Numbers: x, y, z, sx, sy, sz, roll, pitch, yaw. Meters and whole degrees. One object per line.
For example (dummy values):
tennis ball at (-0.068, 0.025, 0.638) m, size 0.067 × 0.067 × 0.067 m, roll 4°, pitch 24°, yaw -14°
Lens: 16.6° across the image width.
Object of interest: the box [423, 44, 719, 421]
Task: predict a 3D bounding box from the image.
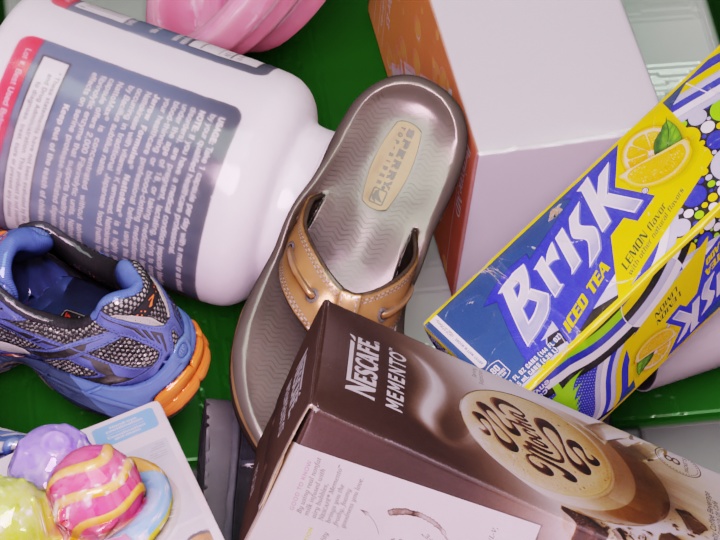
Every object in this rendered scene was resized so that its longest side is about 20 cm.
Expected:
box at (0.128, -0.009, 1.124) m, size 0.200 × 0.064 × 0.070 m, roll -42°, pitch 52°, yaw -6°

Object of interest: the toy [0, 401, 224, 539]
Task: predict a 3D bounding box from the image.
toy at (-0.119, 0.100, 0.980) m, size 0.114 × 0.047 × 0.200 m, roll -21°, pitch 29°, yaw -8°

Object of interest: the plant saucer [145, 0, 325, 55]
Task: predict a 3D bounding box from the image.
plant saucer at (-0.041, -0.192, 1.276) m, size 0.051 × 0.200 × 0.202 m, roll 25°, pitch 50°, yaw -24°

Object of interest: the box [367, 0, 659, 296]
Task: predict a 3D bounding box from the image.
box at (0.074, -0.105, 1.250) m, size 0.097 × 0.125 × 0.201 m, roll -8°, pitch 55°, yaw -10°

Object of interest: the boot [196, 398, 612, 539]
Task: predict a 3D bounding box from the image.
boot at (0.024, 0.135, 1.119) m, size 0.198 × 0.066 × 0.166 m, roll 6°, pitch 56°, yaw -7°

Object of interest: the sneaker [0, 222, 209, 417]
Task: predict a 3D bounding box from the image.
sneaker at (-0.166, 0.007, 1.157) m, size 0.199 × 0.079 × 0.076 m, roll 10°, pitch 53°, yaw 19°

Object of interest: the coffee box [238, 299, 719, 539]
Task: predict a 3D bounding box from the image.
coffee box at (0.056, 0.103, 1.027) m, size 0.199 × 0.080 × 0.113 m, roll 24°, pitch 21°, yaw -7°

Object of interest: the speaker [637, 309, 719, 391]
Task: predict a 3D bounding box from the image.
speaker at (0.214, -0.006, 1.219) m, size 0.199 × 0.081 × 0.081 m, roll -18°, pitch 58°, yaw -16°

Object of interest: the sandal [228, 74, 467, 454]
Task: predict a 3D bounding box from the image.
sandal at (0.000, 0.000, 1.109) m, size 0.081 × 0.055 × 0.201 m, roll 25°, pitch 76°, yaw -4°

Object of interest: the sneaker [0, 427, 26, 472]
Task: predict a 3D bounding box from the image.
sneaker at (-0.172, 0.094, 1.117) m, size 0.199 × 0.077 × 0.076 m, roll 19°, pitch 57°, yaw 10°

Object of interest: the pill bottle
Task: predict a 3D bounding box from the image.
pill bottle at (-0.085, -0.051, 1.201) m, size 0.199 × 0.120 × 0.120 m, roll 20°, pitch 55°, yaw 9°
